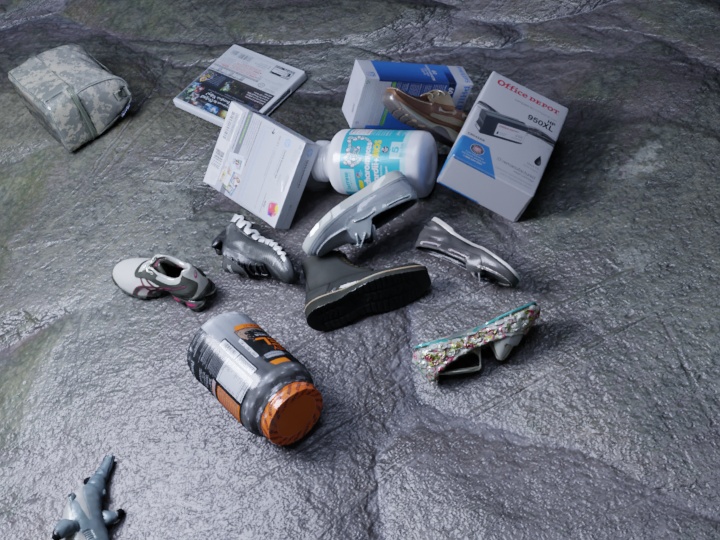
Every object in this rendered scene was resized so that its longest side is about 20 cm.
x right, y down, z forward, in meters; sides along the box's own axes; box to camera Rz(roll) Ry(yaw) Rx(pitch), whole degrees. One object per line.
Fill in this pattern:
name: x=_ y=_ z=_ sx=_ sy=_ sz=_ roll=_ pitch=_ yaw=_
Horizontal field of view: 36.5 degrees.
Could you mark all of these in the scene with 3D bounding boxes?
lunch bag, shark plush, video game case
lunch bag: x=-0.557 y=-0.347 z=2.125 sx=0.168 sy=0.139 sz=0.200 roll=-39 pitch=51 yaw=-15
shark plush: x=-0.376 y=0.354 z=1.551 sx=0.083 sy=0.091 sz=0.200 roll=5 pitch=29 yaw=-3
video game case: x=-0.233 y=-0.349 z=2.103 sx=0.200 sy=0.023 sz=0.182 roll=27 pitch=63 yaw=33

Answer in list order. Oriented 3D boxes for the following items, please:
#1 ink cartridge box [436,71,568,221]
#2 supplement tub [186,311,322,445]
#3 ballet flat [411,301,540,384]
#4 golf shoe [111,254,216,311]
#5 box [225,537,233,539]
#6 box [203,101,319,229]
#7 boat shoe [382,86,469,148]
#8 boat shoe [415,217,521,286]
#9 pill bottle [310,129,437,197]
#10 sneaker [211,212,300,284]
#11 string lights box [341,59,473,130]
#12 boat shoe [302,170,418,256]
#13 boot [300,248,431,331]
ink cartridge box: x=0.231 y=-0.201 z=1.753 sx=0.144 sy=0.084 sz=0.200 roll=27 pitch=58 yaw=-1
supplement tub: x=-0.152 y=0.157 z=1.581 sx=0.122 sy=0.123 sz=0.200 roll=-40 pitch=51 yaw=-17
ballet flat: x=0.173 y=0.108 z=1.569 sx=0.200 sy=0.076 sz=0.064 roll=-22 pitch=79 yaw=5
golf shoe: x=-0.332 y=0.002 z=1.795 sx=0.200 sy=0.088 sz=0.077 roll=10 pitch=56 yaw=26
box: x=-0.152 y=0.458 z=1.374 sx=0.158 sy=0.050 sz=0.200 roll=17 pitch=58 yaw=29
box: x=-0.173 y=-0.182 z=1.870 sx=0.200 sy=0.041 sz=0.156 roll=32 pitch=108 yaw=37
boat shoe: x=0.118 y=-0.264 z=1.806 sx=0.076 sy=0.200 sz=0.072 roll=22 pitch=89 yaw=50
boat shoe: x=0.162 y=-0.015 z=1.672 sx=0.057 sy=0.067 sz=0.200 roll=-50 pitch=48 yaw=-4
pill bottle: x=0.021 y=-0.179 z=1.820 sx=0.200 sy=0.111 sz=0.111 roll=3 pitch=52 yaw=21
sneaker: x=-0.176 y=-0.017 z=1.778 sx=0.090 sy=0.067 sz=0.200 roll=-40 pitch=47 yaw=-13
string lights box: x=0.080 y=-0.293 z=1.848 sx=0.200 sy=0.103 sz=0.059 roll=-1 pitch=43 yaw=-23
boat shoe: x=0.003 y=-0.076 z=1.713 sx=0.201 sy=0.070 sz=0.072 roll=-36 pitch=70 yaw=-8
boot: x=0.000 y=0.000 z=1.703 sx=0.200 sy=0.078 sz=0.138 roll=-17 pitch=43 yaw=2
